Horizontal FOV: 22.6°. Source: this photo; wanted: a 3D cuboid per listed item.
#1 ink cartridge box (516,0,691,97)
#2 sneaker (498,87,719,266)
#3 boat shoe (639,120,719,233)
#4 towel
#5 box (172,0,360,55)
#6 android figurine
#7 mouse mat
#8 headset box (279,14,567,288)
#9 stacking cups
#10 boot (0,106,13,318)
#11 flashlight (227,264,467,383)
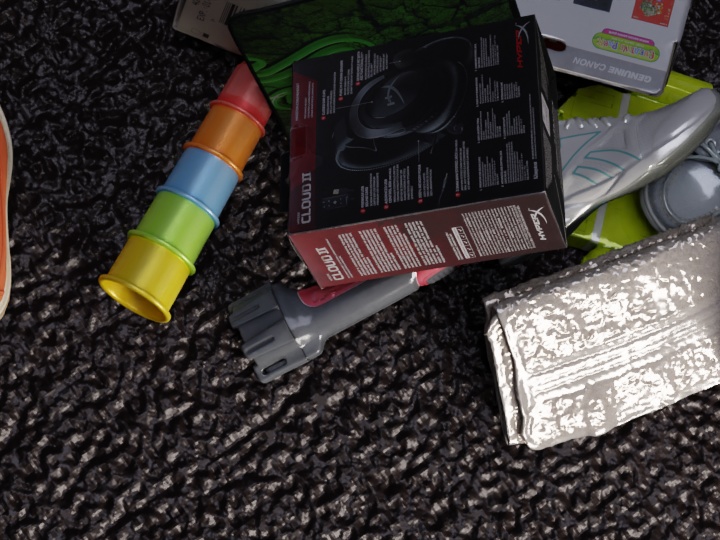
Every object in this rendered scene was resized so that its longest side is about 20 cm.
[{"bbox_3d":[0.148,-0.215,1.354,0.198,0.084,0.177,16,72,7],"label":"ink cartridge box"},{"bbox_3d":[0.168,-0.084,1.303,0.199,0.070,0.081,-32,79,14],"label":"sneaker"},{"bbox_3d":[0.293,-0.098,1.345,0.201,0.065,0.075,-33,87,-15],"label":"boat shoe"},{"bbox_3d":[0.186,0.048,1.313,0.198,0.035,0.134,-21,120,-12],"label":"towel"},{"bbox_3d":[-0.044,-0.261,1.328,0.127,0.109,0.202,19,68,-8],"label":"box"},{"bbox_3d":[0.213,-0.069,1.377,0.198,0.041,0.184,18,76,-6],"label":"android figurine"},{"bbox_3d":[0.021,-0.150,1.279,0.198,0.161,0.008,-10,56,14],"label":"mouse mat"},{"bbox_3d":[0.036,-0.080,1.242,0.198,0.077,0.150,-10,56,15],"label":"headset box"},{"bbox_3d":[-0.119,-0.061,1.322,0.060,0.061,0.201,28,70,-2],"label":"stacking cups"},{"bbox_3d":[-0.281,-0.067,1.268,0.074,0.107,0.202,-9,78,-9],"label":"boot"},{"bbox_3d":[0.000,0.000,1.296,0.199,0.068,0.068,-27,119,5],"label":"flashlight"}]
